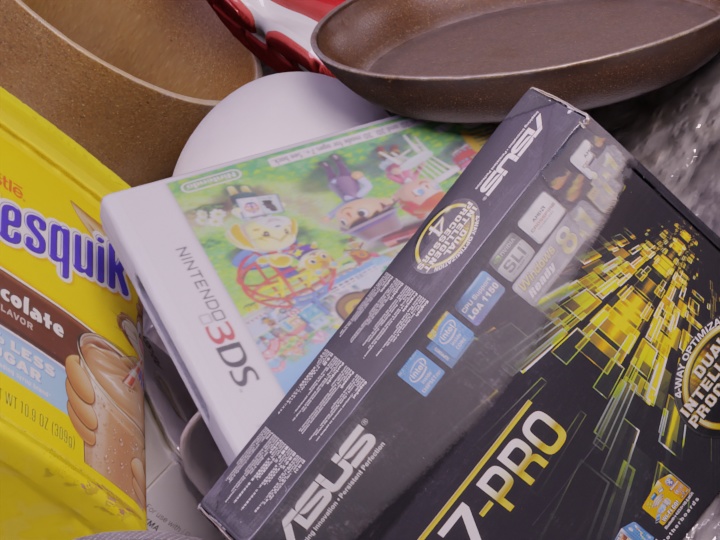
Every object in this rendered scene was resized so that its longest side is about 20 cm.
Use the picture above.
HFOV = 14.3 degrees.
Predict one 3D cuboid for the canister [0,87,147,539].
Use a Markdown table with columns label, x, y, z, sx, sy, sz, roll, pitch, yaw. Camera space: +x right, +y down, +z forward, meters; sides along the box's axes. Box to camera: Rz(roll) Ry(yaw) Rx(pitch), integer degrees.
| label | x | y | z | sx | sy | sz | roll | pitch | yaw |
| --- | --- | --- | --- | --- | --- | --- | --- | --- | --- |
| canister | -0.155 | 0.028 | 1.225 | 0.086 | 0.148 | 0.200 | -35 | 37 | 24 |

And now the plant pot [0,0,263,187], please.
| label | x | y | z | sx | sy | sz | roll | pitch | yaw |
| --- | --- | --- | --- | --- | --- | --- | --- | --- | --- |
| plant pot | -0.184 | -0.074 | 1.521 | 0.200 | 0.186 | 0.187 | -52 | 29 | 22 |

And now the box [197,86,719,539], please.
| label | x | y | z | sx | sy | sz | roll | pitch | yaw |
| --- | --- | --- | --- | --- | --- | --- | --- | --- | --- |
| box | 0.061 | 0.057 | 1.067 | 0.200 | 0.161 | 0.049 | -51 | 31 | -2 |

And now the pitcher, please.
| label | x | y | z | sx | sy | sz | roll | pitch | yaw |
| --- | --- | --- | --- | --- | --- | --- | --- | --- | --- |
| pitcher | 0.000 | 0.000 | 1.265 | 0.171 | 0.121 | 0.200 | -11 | 42 | 4 |

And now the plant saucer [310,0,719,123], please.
| label | x | y | z | sx | sy | sz | roll | pitch | yaw |
| --- | --- | --- | --- | --- | --- | --- | --- | --- | --- |
| plant saucer | 0.078 | -0.104 | 1.252 | 0.200 | 0.032 | 0.200 | -8 | 21 | 3 |

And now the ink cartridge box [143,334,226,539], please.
| label | x | y | z | sx | sy | sz | roll | pitch | yaw |
| --- | --- | --- | --- | --- | --- | --- | --- | --- | --- |
| ink cartridge box | -0.140 | 0.138 | 1.310 | 0.200 | 0.083 | 0.147 | -46 | 31 | 8 |

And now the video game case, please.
| label | x | y | z | sx | sy | sz | roll | pitch | yaw |
| --- | --- | --- | --- | --- | --- | --- | --- | --- | --- |
| video game case | 0.016 | 0.004 | 1.165 | 0.200 | 0.022 | 0.182 | -16 | 44 | -16 |

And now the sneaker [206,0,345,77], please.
| label | x | y | z | sx | sy | sz | roll | pitch | yaw |
| --- | --- | --- | --- | --- | --- | --- | --- | --- | --- |
| sneaker | -0.012 | -0.158 | 1.475 | 0.116 | 0.078 | 0.200 | -43 | 48 | -6 |

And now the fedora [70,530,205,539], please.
| label | x | y | z | sx | sy | sz | roll | pitch | yaw |
| --- | --- | --- | --- | --- | --- | --- | --- | --- | --- |
| fedora | -0.084 | 0.185 | 1.152 | 0.200 | 0.177 | 0.090 | -49 | 1 | 18 |
